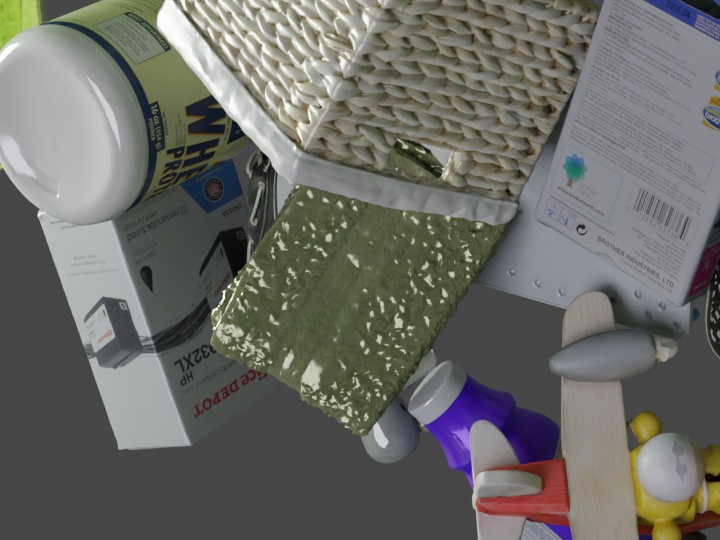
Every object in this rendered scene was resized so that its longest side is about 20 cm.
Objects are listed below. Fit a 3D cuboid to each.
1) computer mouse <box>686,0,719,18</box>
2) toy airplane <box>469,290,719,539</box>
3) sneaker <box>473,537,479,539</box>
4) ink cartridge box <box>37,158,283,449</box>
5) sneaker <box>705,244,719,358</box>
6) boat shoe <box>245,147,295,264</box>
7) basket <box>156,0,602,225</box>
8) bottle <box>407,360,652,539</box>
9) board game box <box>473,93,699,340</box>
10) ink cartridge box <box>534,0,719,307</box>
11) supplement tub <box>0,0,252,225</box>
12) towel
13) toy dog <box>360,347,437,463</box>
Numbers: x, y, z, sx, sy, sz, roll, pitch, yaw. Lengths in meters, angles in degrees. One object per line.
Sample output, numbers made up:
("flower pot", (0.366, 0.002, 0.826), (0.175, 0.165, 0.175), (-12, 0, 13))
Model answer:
("computer mouse", (0.213, -0.162, 1.242), (0.110, 0.044, 0.200), (43, 121, 18))
("toy airplane", (0.168, 0.137, 1.331), (0.200, 0.199, 0.141), (46, 152, -2))
("sneaker", (0.154, 0.261, 1.493), (0.199, 0.090, 0.075), (24, 125, 29))
("ink cartridge box", (-0.145, 0.019, 1.579), (0.083, 0.145, 0.201), (-6, 108, 40))
("sneaker", (0.261, -0.043, 1.263), (0.073, 0.084, 0.201), (25, 121, 37))
("boat shoe", (-0.057, -0.062, 1.518), (0.063, 0.071, 0.201), (27, 128, 25))
("basket", (0.014, -0.155, 1.285), (0.200, 0.198, 0.161), (48, 117, 41))
("bottle", (0.120, 0.144, 1.430), (0.200, 0.084, 0.065), (41, 127, -13))
("board game box", (0.143, -0.069, 1.381), (0.199, 0.026, 0.201), (16, 121, 33))
("ink cartridge box", (0.186, -0.092, 1.233), (0.119, 0.042, 0.201), (34, 127, 29))
("supplement tub", (-0.156, -0.130, 1.474), (0.144, 0.200, 0.146), (18, 122, 32))
("towel", (0.000, 0.000, 1.405), (0.148, 0.036, 0.201), (31, 95, 0))
("toy dog", (0.026, 0.029, 1.481), (0.096, 0.132, 0.201), (-14, 117, 2))
